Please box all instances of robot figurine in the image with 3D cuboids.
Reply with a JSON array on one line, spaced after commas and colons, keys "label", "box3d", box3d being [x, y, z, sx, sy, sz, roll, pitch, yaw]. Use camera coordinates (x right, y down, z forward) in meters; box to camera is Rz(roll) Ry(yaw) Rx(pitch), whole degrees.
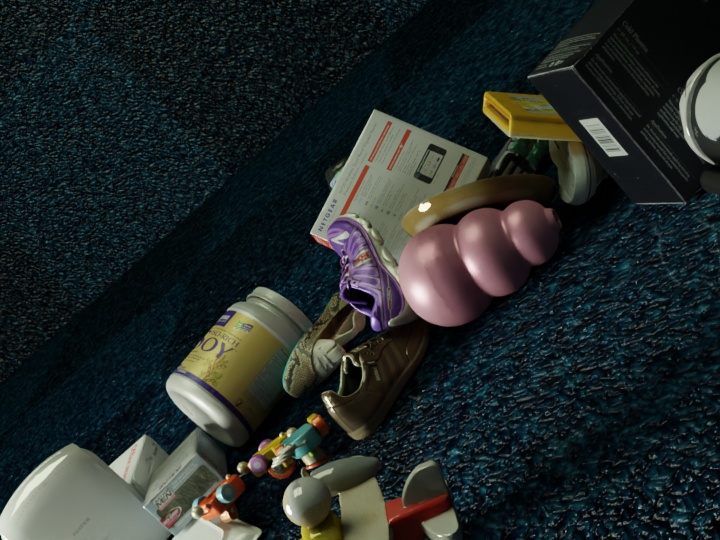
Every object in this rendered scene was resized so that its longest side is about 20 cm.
[{"label": "robot figurine", "box3d": [0.386, -0.152, 1.100, 0.150, 0.125, 0.200, -27, 15, -7]}]

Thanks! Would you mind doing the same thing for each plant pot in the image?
[{"label": "plant pot", "box3d": [0.151, -0.069, 1.451, 0.199, 0.028, 0.200, -12, -15, -3]}]

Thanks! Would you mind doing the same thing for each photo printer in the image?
[{"label": "photo printer", "box3d": [-0.378, 0.347, 1.575, 0.166, 0.200, 0.069, -49, 17, -18]}]

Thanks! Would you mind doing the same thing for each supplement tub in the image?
[{"label": "supplement tub", "box3d": [-0.168, 0.138, 1.685, 0.200, 0.145, 0.145, -51, 17, -21]}]

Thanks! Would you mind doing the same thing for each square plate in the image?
[{"label": "square plate", "box3d": [-0.223, 0.377, 1.435, 0.200, 0.028, 0.198, -49, 16, -17]}]

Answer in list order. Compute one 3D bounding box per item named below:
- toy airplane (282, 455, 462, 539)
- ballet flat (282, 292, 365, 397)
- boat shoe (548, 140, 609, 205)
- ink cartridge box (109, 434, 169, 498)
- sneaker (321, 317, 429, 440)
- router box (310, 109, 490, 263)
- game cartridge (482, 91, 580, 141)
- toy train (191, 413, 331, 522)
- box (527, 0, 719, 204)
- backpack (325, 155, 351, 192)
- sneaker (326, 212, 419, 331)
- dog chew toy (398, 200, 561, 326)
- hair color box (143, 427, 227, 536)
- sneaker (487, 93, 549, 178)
[{"label": "toy airplane", "box3d": [-0.006, 0.235, 1.059, 0.200, 0.141, 0.199, -22, 26, 53]}, {"label": "ballet flat", "box3d": [-0.039, 0.097, 1.638, 0.075, 0.068, 0.200, -10, 32, 36]}, {"label": "boat shoe", "box3d": [0.278, -0.139, 1.429, 0.200, 0.067, 0.074, -86, 1, -60]}, {"label": "ink cartridge box", "box3d": [-0.369, 0.361, 1.726, 0.200, 0.084, 0.145, -41, 17, 12]}, {"label": "sneaker", "box3d": [0.021, 0.111, 1.420, 0.070, 0.076, 0.200, -28, 23, 44]}, {"label": "router box", "box3d": [0.056, -0.097, 1.596, 0.200, 0.179, 0.049, -62, -16, -7]}, {"label": "game cartridge", "box3d": [0.263, -0.189, 1.427, 0.199, 0.033, 0.176, 1, 17, -5]}, {"label": "toy train", "box3d": [-0.110, 0.248, 1.405, 0.200, 0.056, 0.150, -34, 6, 39]}, {"label": "box", "box3d": [0.321, -0.204, 1.258, 0.182, 0.200, 0.104, -47, 16, -11]}, {"label": "backpack", "box3d": [0.043, -0.082, 1.715, 0.154, 0.163, 0.200, -35, 26, 18]}, {"label": "sneaker", "box3d": [0.000, 0.000, 1.483, 0.083, 0.081, 0.200, -23, 44, -14]}, {"label": "dog chew toy", "box3d": [0.145, -0.016, 1.373, 0.200, 0.125, 0.125, -29, 21, 22]}, {"label": "hair color box", "box3d": [-0.237, 0.285, 1.589, 0.099, 0.061, 0.200, -46, 6, -3]}, {"label": "sneaker", "box3d": [0.232, -0.182, 1.651, 0.200, 0.074, 0.087, -51, 12, -19]}]
